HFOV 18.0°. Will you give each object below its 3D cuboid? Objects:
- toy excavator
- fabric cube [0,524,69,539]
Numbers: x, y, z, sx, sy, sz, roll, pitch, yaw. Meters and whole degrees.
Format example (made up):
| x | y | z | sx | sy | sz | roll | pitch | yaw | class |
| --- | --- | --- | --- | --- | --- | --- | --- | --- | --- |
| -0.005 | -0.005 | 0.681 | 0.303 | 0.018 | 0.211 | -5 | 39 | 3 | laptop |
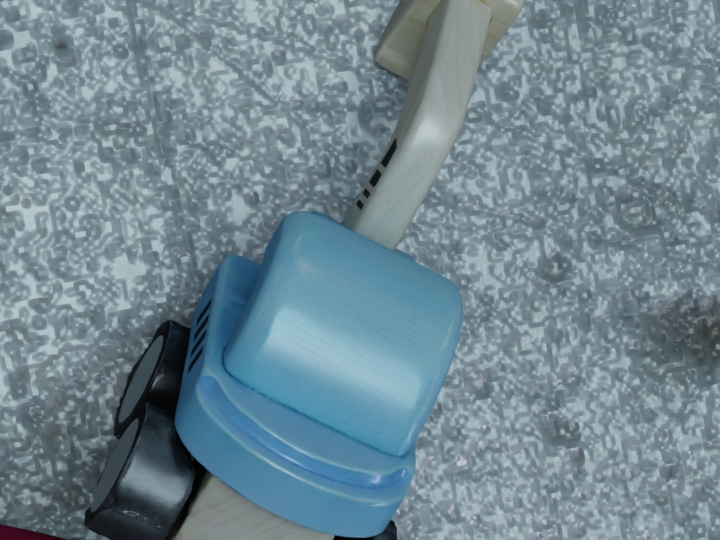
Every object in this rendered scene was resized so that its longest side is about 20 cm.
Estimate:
| x | y | z | sx | sy | sz | roll | pitch | yaw | class |
| --- | --- | --- | --- | --- | --- | --- | --- | --- | --- |
| 0.000 | 0.000 | 0.806 | 0.100 | 0.194 | 0.200 | 28 | 113 | -11 | toy excavator |
| -0.152 | 0.182 | 0.735 | 0.199 | 0.196 | 0.200 | 17 | 86 | -14 | fabric cube |
